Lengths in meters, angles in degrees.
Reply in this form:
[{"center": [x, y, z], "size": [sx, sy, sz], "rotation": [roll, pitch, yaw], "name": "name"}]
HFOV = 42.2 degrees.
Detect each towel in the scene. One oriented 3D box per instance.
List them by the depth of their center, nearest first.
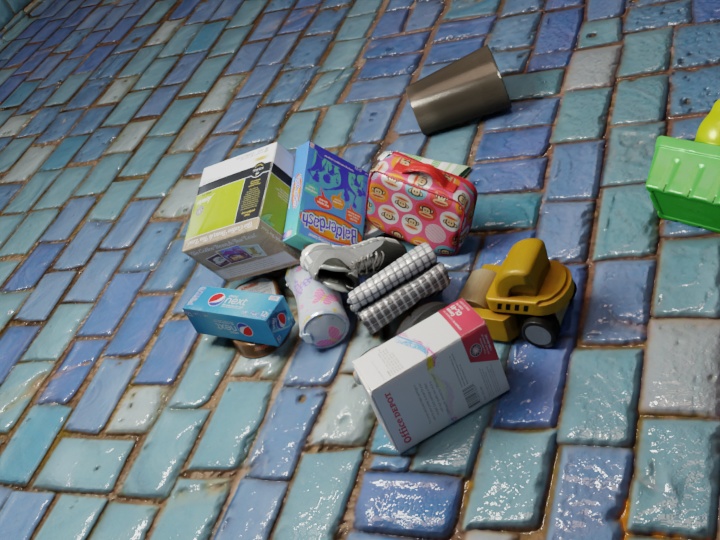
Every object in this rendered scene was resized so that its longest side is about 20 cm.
[{"center": [0.063, 0.036, 1.562], "size": [0.165, 0.086, 0.200], "rotation": [-34, -4, -2], "name": "towel"}, {"center": [0.106, -0.186, 1.924], "size": [0.199, 0.023, 0.153], "rotation": [18, 53, 42], "name": "towel"}]

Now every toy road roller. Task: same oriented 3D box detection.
[{"center": [0.241, 0.024, 1.487], "size": [0.199, 0.147, 0.123], "rotation": [4, 45, 33], "name": "toy road roller"}]

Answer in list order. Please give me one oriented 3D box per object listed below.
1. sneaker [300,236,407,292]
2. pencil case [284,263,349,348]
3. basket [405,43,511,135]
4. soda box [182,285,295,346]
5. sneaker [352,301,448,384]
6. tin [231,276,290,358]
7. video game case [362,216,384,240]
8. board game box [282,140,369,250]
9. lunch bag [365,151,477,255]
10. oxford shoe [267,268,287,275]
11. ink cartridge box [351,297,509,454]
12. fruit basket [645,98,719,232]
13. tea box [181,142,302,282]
[{"center": [0.000, 0.000, 1.644], "size": [0.199, 0.076, 0.116], "rotation": [-6, 29, -15], "name": "sneaker"}, {"center": [-0.080, 0.051, 1.685], "size": [0.090, 0.084, 0.200], "rotation": [-9, 37, -9], "name": "pencil case"}, {"center": [0.208, -0.383, 2.023], "size": [0.199, 0.136, 0.181], "rotation": [-22, 33, 9], "name": "basket"}, {"center": [-0.220, 0.080, 1.681], "size": [0.199, 0.068, 0.064], "rotation": [6, 46, 34], "name": "soda box"}, {"center": [0.088, 0.136, 1.511], "size": [0.200, 0.076, 0.092], "rotation": [-41, 53, -16], "name": "sneaker"}, {"center": [-0.192, 0.083, 1.750], "size": [0.111, 0.042, 0.200], "rotation": [-19, 37, -1], "name": "tin"}, {"center": [0.061, -0.136, 1.837], "size": [0.199, 0.018, 0.143], "rotation": [-25, 40, -14], "name": "video game case"}, {"center": [-0.060, -0.119, 1.734], "size": [0.045, 0.152, 0.201], "rotation": [-23, 52, 46], "name": "board game box"}, {"center": [0.108, -0.128, 1.687], "size": [0.199, 0.177, 0.082], "rotation": [24, 54, 14], "name": "lunch bag"}, {"center": [-0.184, -0.037, 1.858], "size": [0.199, 0.075, 0.071], "rotation": [-6, 40, 23], "name": "oxford shoe"}, {"center": [0.106, 0.157, 1.398], "size": [0.199, 0.148, 0.086], "rotation": [-28, 36, -6], "name": "ink cartridge box"}, {"center": [0.591, -0.178, 1.531], "size": [0.214, 0.156, 0.217], "rotation": [-19, 47, 22], "name": "fruit basket"}, {"center": [-0.206, -0.106, 1.765], "size": [0.199, 0.134, 0.198], "rotation": [-13, 53, 36], "name": "tea box"}]
